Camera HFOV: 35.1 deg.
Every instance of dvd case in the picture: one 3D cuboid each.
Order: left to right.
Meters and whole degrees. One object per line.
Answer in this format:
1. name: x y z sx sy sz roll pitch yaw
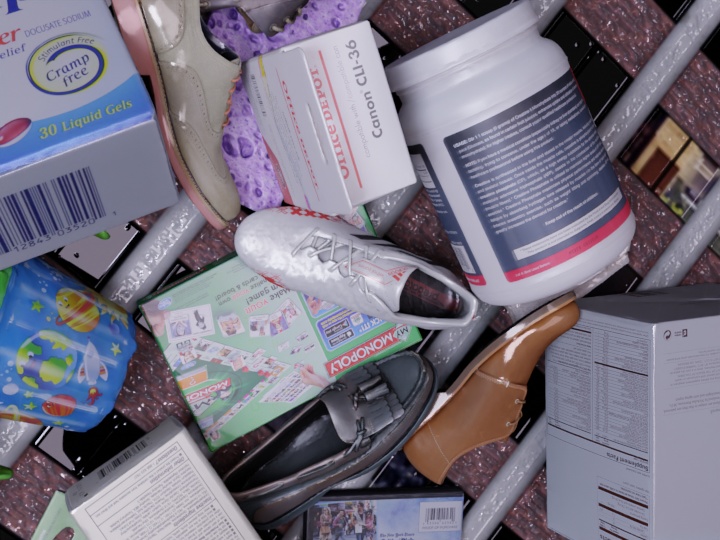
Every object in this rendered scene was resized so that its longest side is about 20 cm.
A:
1. dvd case: 0.016 0.287 0.985 0.141 0.018 0.202 1 97 -15

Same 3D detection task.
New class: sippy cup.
1. sippy cup: -0.240 0.054 0.836 0.130 0.140 0.178 24 118 -27

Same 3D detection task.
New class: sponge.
1. sponge: -0.080 -0.155 0.902 0.111 0.030 0.202 23 90 -17

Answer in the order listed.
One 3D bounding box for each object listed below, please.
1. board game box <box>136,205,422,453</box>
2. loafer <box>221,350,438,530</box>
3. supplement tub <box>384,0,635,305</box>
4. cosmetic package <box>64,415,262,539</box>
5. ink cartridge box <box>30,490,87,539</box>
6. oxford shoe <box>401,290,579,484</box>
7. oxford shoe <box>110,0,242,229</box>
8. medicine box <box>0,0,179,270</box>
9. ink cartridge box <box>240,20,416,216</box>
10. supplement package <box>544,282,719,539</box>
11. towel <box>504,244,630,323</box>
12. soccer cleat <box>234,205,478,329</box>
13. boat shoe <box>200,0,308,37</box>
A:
1. board game box: -0.064 0.041 0.929 0.199 0.029 0.136 -27 104 -12
2. loafer: -0.025 0.132 0.910 0.200 0.072 0.063 -40 143 2
3. supplement tub: 0.113 -0.089 0.873 0.139 0.140 0.201 -28 102 -11
4. cosmetic package: -0.122 0.221 0.850 0.105 0.071 0.201 -33 101 -14
5. ink cartridge box: -0.174 0.267 0.907 0.199 0.059 0.105 28 88 -17
6. oxford shoe: 0.115 0.097 0.937 0.071 0.071 0.200 47 108 12
7. oxford shoe: -0.114 -0.121 0.822 0.073 0.071 0.201 -19 124 -3
8. medicine box: -0.245 -0.114 0.773 0.181 0.103 0.201 -22 61 -12
9. ink cartridge box: -0.022 -0.106 0.804 0.067 0.200 0.118 -21 102 -12
10. supplement package: 0.271 0.124 0.958 0.189 0.147 0.202 -5 97 -26
11. towel: 0.142 -0.058 0.973 0.132 0.034 0.201 -37 104 -10
12. soccer cleat: 0.000 0.000 0.883 0.198 0.085 0.069 21 90 -17
13. boat shoe: -0.074 -0.214 0.853 0.198 0.075 0.074 -2 106 -6
